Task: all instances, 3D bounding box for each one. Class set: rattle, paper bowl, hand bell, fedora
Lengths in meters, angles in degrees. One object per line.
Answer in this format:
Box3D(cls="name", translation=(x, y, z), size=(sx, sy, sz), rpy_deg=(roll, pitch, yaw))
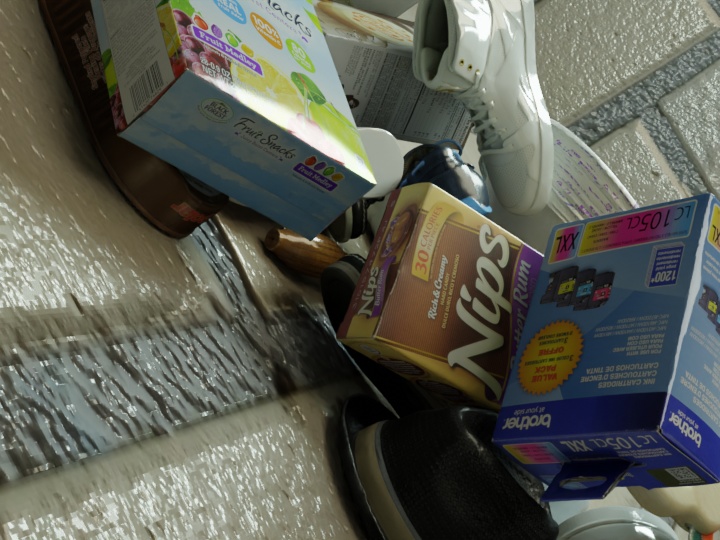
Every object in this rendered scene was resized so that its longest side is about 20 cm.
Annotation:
Box3D(cls="rattle", translation=(0.210, 0.166, 1.025), size=(0.202, 0.141, 0.130), rpy_deg=(65, 25, -9))
Box3D(cls="paper bowl", translation=(0.179, -0.033, 1.211), size=(0.201, 0.104, 0.201), rpy_deg=(50, -6, 7))
Box3D(cls="hand bell", translation=(0.000, 0.000, 1.026), size=(0.199, 0.104, 0.105), rpy_deg=(22, 37, -46))
Box3D(cls="fedora", translation=(0.071, 0.150, 0.898), size=(0.201, 0.091, 0.201), rpy_deg=(52, 16, -21))

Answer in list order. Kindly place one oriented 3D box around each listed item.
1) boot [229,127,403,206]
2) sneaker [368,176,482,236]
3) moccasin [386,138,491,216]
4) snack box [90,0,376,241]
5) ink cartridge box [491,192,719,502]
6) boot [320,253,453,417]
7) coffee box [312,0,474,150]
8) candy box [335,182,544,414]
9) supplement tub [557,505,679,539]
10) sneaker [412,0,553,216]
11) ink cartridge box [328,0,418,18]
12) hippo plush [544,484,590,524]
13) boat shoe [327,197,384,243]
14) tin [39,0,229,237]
Box3D(cls="boot", translation=(-0.066, -0.079, 0.984), size=(0.198, 0.090, 0.074), rpy_deg=(4, 88, -45))
Box3D(cls="sneaker", translation=(0.089, -0.040, 1.294), size=(0.198, 0.076, 0.082), rpy_deg=(-9, 67, -41))
Box3D(cls="moccasin", translation=(0.064, -0.072, 1.064), size=(0.069, 0.080, 0.200), rpy_deg=(67, -10, -5))
Box3D(cls="snack box", translation=(-0.087, -0.139, 0.839), size=(0.168, 0.067, 0.202), rpy_deg=(28, 33, -45))
Box3D(cls="ink cartridge box", translation=(0.169, 0.063, 0.853), size=(0.076, 0.135, 0.202), rpy_deg=(36, 59, -32))
Box3D(cls="boot", translation=(0.070, 0.034, 0.999), size=(0.201, 0.151, 0.073), rpy_deg=(53, -23, -20))
Box3D(cls="coffee box", translation=(0.002, -0.170, 1.132), size=(0.198, 0.081, 0.114), rpy_deg=(4, 28, -43))
Box3D(cls="candy box", translation=(0.089, 0.038, 0.938), size=(0.198, 0.118, 0.056), rpy_deg=(29, -17, -26))
Box3D(cls="supplement tub", translation=(0.200, 0.287, 0.978), size=(0.132, 0.131, 0.201), rpy_deg=(51, 17, -24))
Box3D(cls="sneaker", translation=(0.093, -0.138, 1.085), size=(0.114, 0.073, 0.204), rpy_deg=(-13, 97, -40))
Box3D(cls="ink cartridge box", translation=(-0.035, -0.278, 1.194), size=(0.146, 0.199, 0.083), rpy_deg=(47, 18, -34))
Box3D(cls="hippo plush", translation=(0.172, 0.129, 1.140), size=(0.162, 0.157, 0.201), rpy_deg=(-90, 165, -44))
Box3D(cls="boat shoe", translation=(-0.002, -0.090, 1.151), size=(0.200, 0.065, 0.076), rpy_deg=(-107, -159, -60))
Box3D(cls="tin", translation=(-0.142, -0.114, 0.849), size=(0.202, 0.042, 0.112), rpy_deg=(65, 12, 24))
